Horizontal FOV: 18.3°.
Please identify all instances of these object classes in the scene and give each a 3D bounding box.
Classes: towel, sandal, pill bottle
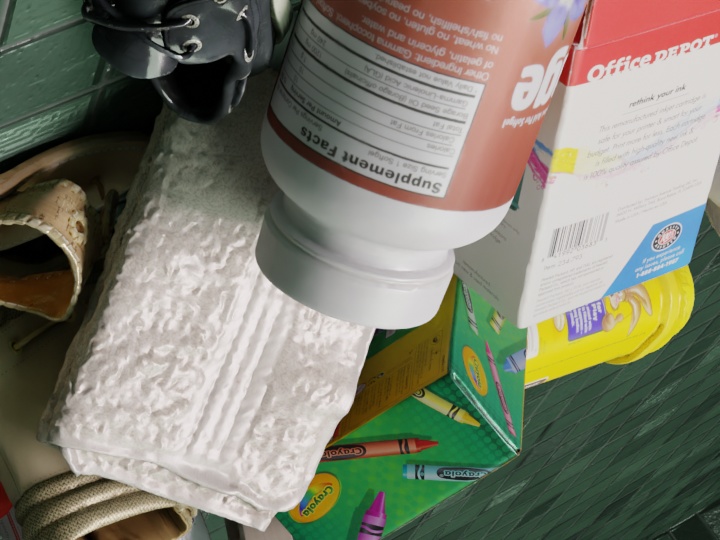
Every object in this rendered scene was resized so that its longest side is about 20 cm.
[{"bbox_3d":[-0.055,0.010,1.006,0.132,0.034,0.200,21,88,-28],"label":"towel"},{"bbox_3d":[-0.155,-0.004,0.985,0.211,0.070,0.078,-15,155,-49],"label":"sandal"},{"bbox_3d":[0.024,-0.082,0.928,0.112,0.112,0.200,-14,131,-50],"label":"pill bottle"}]

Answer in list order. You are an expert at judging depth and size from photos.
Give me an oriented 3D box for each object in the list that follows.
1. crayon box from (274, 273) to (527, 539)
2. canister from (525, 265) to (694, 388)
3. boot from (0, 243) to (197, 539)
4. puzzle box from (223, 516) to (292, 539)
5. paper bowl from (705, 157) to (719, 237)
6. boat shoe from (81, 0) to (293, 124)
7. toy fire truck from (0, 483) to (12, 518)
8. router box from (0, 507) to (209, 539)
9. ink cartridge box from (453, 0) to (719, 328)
[{"bbox_3d":[0.021,0.050,1.128,0.119,0.058,0.200,-34,-161,21],"label":"crayon box"},{"bbox_3d":[0.087,0.001,1.340,0.200,0.149,0.087,-14,154,-45],"label":"canister"},{"bbox_3d":[-0.122,0.064,1.086,0.073,0.156,0.200,-42,163,25],"label":"boot"},{"bbox_3d":[-0.066,0.086,1.195,0.025,0.200,0.133,-10,160,-7],"label":"puzzle box"},{"bbox_3d":[0.265,-0.101,1.330,0.104,0.201,0.201,13,139,-25],"label":"paper bowl"},{"bbox_3d":[-0.073,-0.101,0.846,0.066,0.074,0.199,-64,174,-6],"label":"boat shoe"},{"bbox_3d":[-0.231,0.181,1.182,0.112,0.168,0.200,-21,159,-38],"label":"toy fire truck"},{"bbox_3d":[-0.125,0.186,1.213,0.049,0.200,0.179,-26,-164,-27],"label":"router box"},{"bbox_3d":[0.112,-0.082,1.038,0.116,0.067,0.200,-19,135,-32],"label":"ink cartridge box"}]
